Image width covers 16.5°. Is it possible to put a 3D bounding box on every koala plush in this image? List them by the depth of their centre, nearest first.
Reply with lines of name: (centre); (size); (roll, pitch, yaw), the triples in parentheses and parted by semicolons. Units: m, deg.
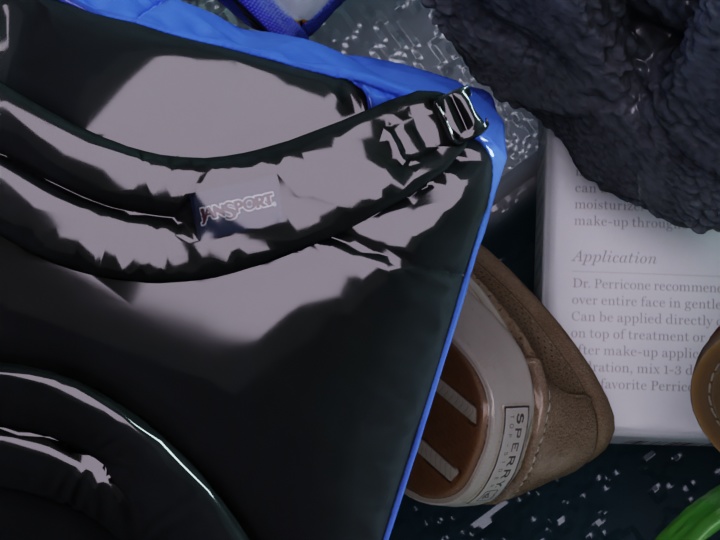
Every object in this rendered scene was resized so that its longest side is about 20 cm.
koala plush: (0.124, -0.130, 0.697); (0.177, 0.184, 0.200); (26, 66, 21)

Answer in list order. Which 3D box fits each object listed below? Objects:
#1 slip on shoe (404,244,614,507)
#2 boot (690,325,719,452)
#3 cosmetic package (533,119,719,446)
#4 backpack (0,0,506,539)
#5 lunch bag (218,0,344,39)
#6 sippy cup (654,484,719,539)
slip on shoe: (0.000, 0.000, 0.763); (0.200, 0.060, 0.076); (40, 122, 41)
boot: (0.184, 0.003, 0.721); (0.199, 0.074, 0.155); (8, 40, -9)
cosmetic package: (0.106, -0.045, 0.788); (0.101, 0.071, 0.201); (3, 85, 1)
backpack: (-0.080, 0.002, 0.642); (0.200, 0.168, 0.163); (16, 95, -2)
lunch bag: (-0.037, -0.189, 0.769); (0.200, 0.124, 0.170); (43, 89, 11)
sippy cup: (0.163, 0.145, 0.748); (0.178, 0.140, 0.130); (35, 96, 23)
